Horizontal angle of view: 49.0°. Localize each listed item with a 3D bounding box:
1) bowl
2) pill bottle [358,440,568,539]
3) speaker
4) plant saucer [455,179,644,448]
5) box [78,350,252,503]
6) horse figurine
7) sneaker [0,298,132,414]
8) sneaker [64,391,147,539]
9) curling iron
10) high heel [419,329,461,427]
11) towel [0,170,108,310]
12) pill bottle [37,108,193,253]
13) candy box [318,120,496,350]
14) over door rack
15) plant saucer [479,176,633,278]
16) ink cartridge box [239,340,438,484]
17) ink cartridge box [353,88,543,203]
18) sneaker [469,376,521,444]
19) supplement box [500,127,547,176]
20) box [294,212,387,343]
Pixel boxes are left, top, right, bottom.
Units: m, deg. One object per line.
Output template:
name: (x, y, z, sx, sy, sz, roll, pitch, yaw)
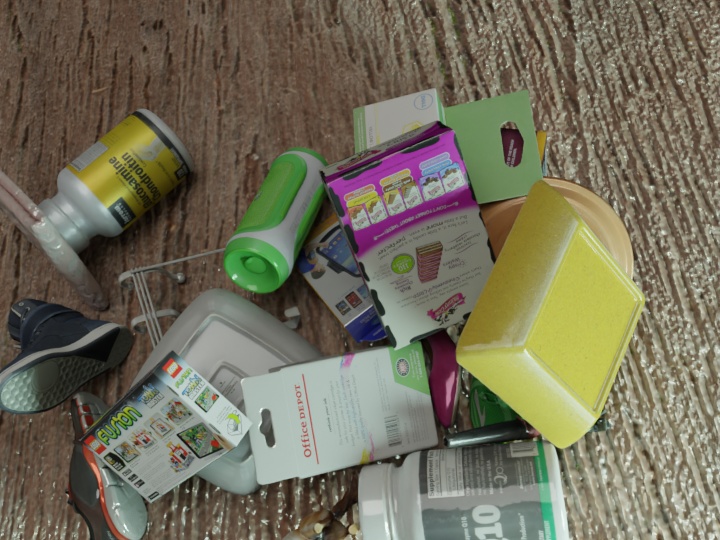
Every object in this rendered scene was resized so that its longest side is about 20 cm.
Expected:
bowl: (-0.150, 0.135, 0.897, 0.200, 0.075, 0.200, 34, 79, 1)
pill bottle: (0.104, 0.239, 0.808, 0.200, 0.113, 0.113, -8, 64, 10)
speaker: (-0.099, -0.066, 0.980, 0.088, 0.089, 0.200, 6, 45, 16)
plant saucer: (0.201, 0.048, 0.758, 0.048, 0.200, 0.200, 5, 61, 50)
box: (-0.208, 0.169, 0.823, 0.110, 0.200, 0.035, 45, 42, -8)
horse figurine: (-0.066, 0.295, 0.830, 0.200, 0.133, 0.050, -39, 84, -15)
sneaker: (-0.403, 0.100, 0.965, 0.146, 0.202, 0.077, 18, 111, 20)
sneaker: (-0.322, 0.238, 0.933, 0.082, 0.077, 0.200, -32, 60, 8)
curling iron: (0.176, 0.163, 0.820, 0.200, 0.050, 0.026, -1, 76, -20)
high heel: (0.066, 0.086, 0.909, 0.096, 0.067, 0.200, 0, 60, 2)
towel: (-0.418, -0.051, 1.015, 0.191, 0.200, 0.032, 38, 71, 26)
pill bottle: (-0.333, -0.117, 1.067, 0.112, 0.112, 0.200, 39, 74, 25)
candy box: (0.057, -0.035, 0.816, 0.136, 0.200, 0.061, -23, 23, -2)
over door rack: (-0.189, 0.043, 1.000, 0.200, 0.067, 0.148, -20, 64, -10)
plant saucer: (0.200, -0.004, 0.881, 0.200, 0.032, 0.201, 3, 103, 14)
ink cartridge box: (-0.028, 0.150, 0.845, 0.200, 0.067, 0.117, -8, 86, -18)
ink cartridge box: (0.094, -0.137, 0.887, 0.200, 0.048, 0.146, -12, 62, 18)
sneaker: (0.149, 0.104, 0.831, 0.074, 0.200, 0.084, 26, 33, 26)
supplement box: (0.123, -0.115, 0.969, 0.200, 0.110, 0.086, 8, 67, 16)
box: (0.000, 0.000, 0.947, 0.119, 0.041, 0.200, -38, 41, -5)
